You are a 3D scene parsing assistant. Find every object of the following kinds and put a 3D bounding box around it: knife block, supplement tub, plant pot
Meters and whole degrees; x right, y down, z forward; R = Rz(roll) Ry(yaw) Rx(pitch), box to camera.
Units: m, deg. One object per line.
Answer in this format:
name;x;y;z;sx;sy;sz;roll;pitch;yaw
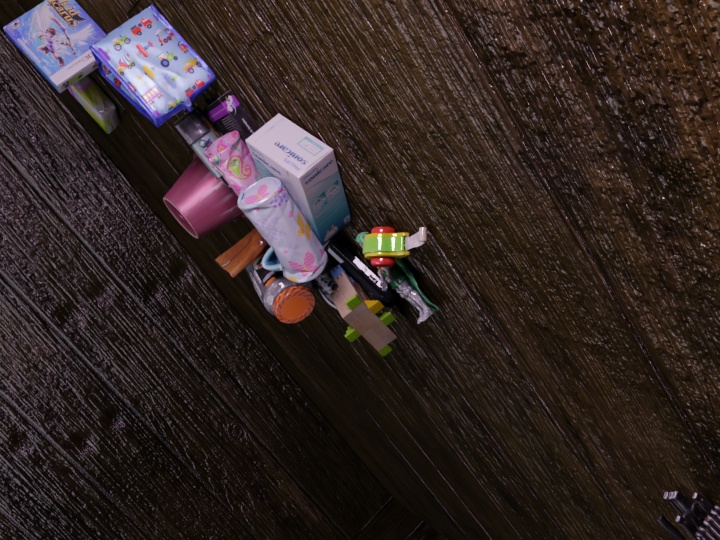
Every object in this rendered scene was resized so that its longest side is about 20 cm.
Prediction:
knife block;0.532;0.419;1.027;0.175;0.064;0.200;26;153;51
supplement tub;-0.186;0.024;1.616;0.200;0.122;0.123;53;171;43
plant pot;-0.368;-0.181;1.685;0.200;0.179;0.200;42;163;16

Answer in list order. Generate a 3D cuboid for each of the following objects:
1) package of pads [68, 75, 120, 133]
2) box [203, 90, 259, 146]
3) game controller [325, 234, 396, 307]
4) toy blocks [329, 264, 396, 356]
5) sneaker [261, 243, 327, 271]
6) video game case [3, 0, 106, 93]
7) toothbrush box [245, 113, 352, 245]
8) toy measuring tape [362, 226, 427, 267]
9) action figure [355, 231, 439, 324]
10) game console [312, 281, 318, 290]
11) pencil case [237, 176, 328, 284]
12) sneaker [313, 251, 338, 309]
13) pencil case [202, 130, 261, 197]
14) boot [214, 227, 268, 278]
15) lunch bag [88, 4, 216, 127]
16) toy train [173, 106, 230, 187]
package of pads;-0.877;-0.561;2.267;0.200;0.068;0.154;47;164;-2
box;-0.231;-0.265;1.415;0.200;0.036;0.143;55;162;-18
game controller;0.000;0.000;1.450;0.200;0.042;0.104;44;177;13
toy blocks;-0.005;0.075;1.441;0.200;0.100;0.137;47;-173;-45
sneaker;-0.134;-0.052;1.431;0.200;0.082;0.074;-44;75;39
video game case;-0.740;-0.571;1.721;0.200;0.181;0.045;47;162;1
toothbrush box;-0.108;-0.161;1.257;0.146;0.085;0.200;37;161;30
toy measuring tape;0.048;-0.044;1.155;0.074;0.074;0.200;49;164;-5
action figure;0.062;0.009;1.284;0.200;0.055;0.118;50;166;5
game console;-0.174;-0.035;1.811;0.200;0.116;0.176;27;124;47
pencil case;-0.136;-0.070;1.237;0.090;0.083;0.200;-10;129;27
sneaker;-0.075;0.015;1.546;0.200;0.075;0.114;50;179;4
pencil case;-0.231;-0.182;1.396;0.087;0.087;0.200;23;152;53
boot;-0.220;-0.060;1.555;0.188;0.200;0.069;27;152;49
lunch bag;-0.389;-0.383;1.337;0.200;0.151;0.094;45;163;9
toy train;-0.316;-0.263;1.483;0.200;0.085;0.114;54;-169;-13
